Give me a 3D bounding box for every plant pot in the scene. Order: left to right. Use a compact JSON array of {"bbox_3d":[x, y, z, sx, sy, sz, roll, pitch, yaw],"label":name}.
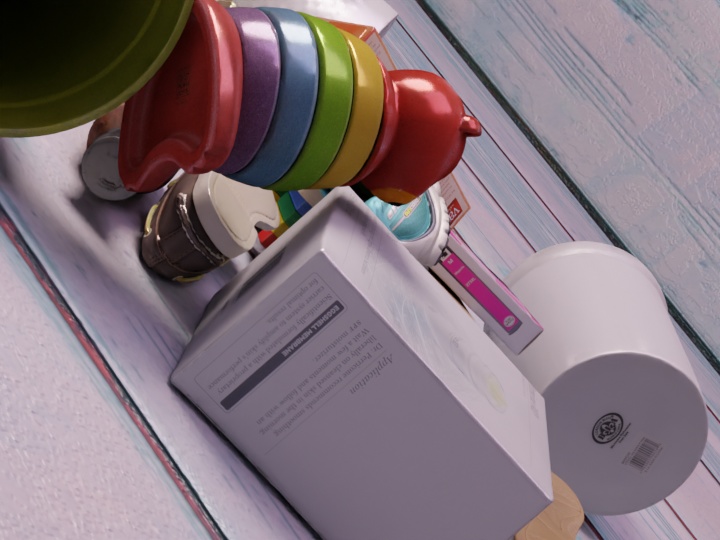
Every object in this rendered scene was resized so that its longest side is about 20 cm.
[{"bbox_3d":[-0.213,-0.199,1.234,0.200,0.200,0.193,43,1,-27],"label":"plant pot"}]

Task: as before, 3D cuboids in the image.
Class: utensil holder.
[{"bbox_3d":[0.201,0.092,1.830,0.170,0.170,0.200,44,15,-21],"label":"utensil holder"}]

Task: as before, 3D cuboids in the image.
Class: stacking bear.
[{"bbox_3d":[-0.026,-0.092,1.256,0.199,0.114,0.121,10,-11,-31],"label":"stacking bear"}]

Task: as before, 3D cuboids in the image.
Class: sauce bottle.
[{"bbox_3d":[-0.143,-0.083,1.374,0.066,0.066,0.200,47,14,-7],"label":"sauce bottle"}]

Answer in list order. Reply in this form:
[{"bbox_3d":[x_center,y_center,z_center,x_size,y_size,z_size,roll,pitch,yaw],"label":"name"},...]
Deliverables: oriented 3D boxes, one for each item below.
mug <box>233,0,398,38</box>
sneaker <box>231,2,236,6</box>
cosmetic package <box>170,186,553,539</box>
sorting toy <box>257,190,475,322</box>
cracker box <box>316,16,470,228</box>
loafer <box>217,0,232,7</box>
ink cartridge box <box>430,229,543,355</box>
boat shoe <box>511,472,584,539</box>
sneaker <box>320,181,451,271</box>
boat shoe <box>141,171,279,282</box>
[{"bbox_3d":[-0.065,-0.244,1.863,0.175,0.200,0.148,41,36,-1],"label":"mug"},{"bbox_3d":[-0.135,-0.195,1.734,0.076,0.076,0.200,55,15,22],"label":"sneaker"},{"bbox_3d":[0.008,0.073,1.280,0.200,0.123,0.199,48,11,-8],"label":"cosmetic package"},{"bbox_3d":[0.000,0.000,1.588,0.199,0.070,0.200,46,5,-15],"label":"sorting toy"},{"bbox_3d":[-0.008,-0.115,1.736,0.134,0.058,0.200,16,-33,45],"label":"cracker box"},{"bbox_3d":[-0.153,-0.263,1.611,0.076,0.068,0.201,8,-45,34],"label":"loafer"},{"bbox_3d":[0.060,-0.020,1.669,0.200,0.037,0.095,42,6,-30],"label":"ink cartridge box"},{"bbox_3d":[0.112,0.189,1.435,0.072,0.065,0.200,26,18,-12],"label":"boat shoe"},{"bbox_3d":[0.006,-0.072,1.444,0.079,0.078,0.200,30,22,-30],"label":"sneaker"},{"bbox_3d":[-0.098,-0.039,1.392,0.072,0.059,0.200,59,11,-9],"label":"boat shoe"}]
